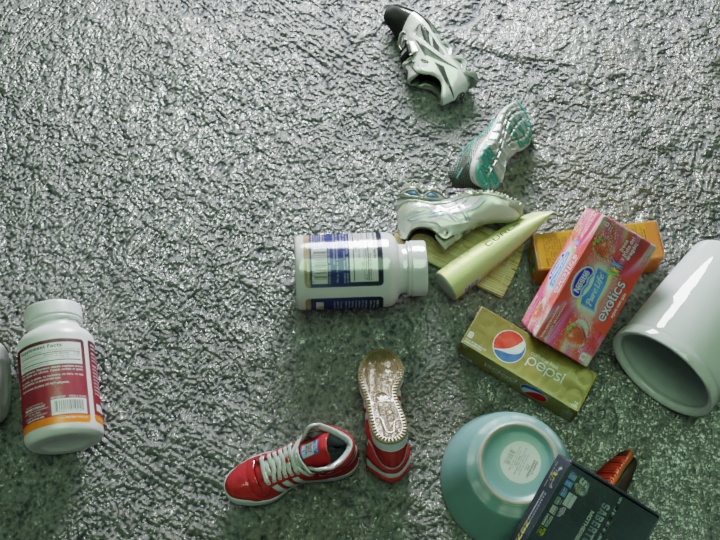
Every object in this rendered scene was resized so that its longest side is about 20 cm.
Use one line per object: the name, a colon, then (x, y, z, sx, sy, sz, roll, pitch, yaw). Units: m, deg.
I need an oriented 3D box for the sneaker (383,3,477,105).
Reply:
sneaker: (0.094, -0.352, 1.922, 0.088, 0.074, 0.200, -39, 74, -18)

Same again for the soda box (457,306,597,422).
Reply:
soda box: (0.245, 0.138, 1.735, 0.198, 0.064, 0.068, 31, 71, 10)

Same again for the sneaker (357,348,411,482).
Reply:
sneaker: (0.035, 0.214, 1.706, 0.070, 0.114, 0.202, -4, 38, -1)

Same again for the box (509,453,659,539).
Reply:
box: (0.286, 0.373, 1.578, 0.156, 0.051, 0.202, 32, 89, -13)

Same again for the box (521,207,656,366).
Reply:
box: (0.330, 0.022, 1.714, 0.094, 0.103, 0.202, 28, 97, -9)

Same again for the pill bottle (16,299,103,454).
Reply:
pill bottle: (-0.432, 0.151, 1.685, 0.111, 0.113, 0.203, -9, 68, -5)

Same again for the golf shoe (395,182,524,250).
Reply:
golf shoe: (0.151, -0.074, 1.804, 0.196, 0.078, 0.099, 3, 71, 9)

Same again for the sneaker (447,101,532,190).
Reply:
sneaker: (0.202, -0.197, 1.864, 0.200, 0.090, 0.078, -49, 117, -39)

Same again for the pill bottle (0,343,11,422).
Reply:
pill bottle: (-0.608, 0.164, 1.675, 0.196, 0.115, 0.116, -2, 68, -3)

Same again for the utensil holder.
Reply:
utensil holder: (0.492, 0.080, 1.710, 0.169, 0.170, 0.200, 39, 71, 13)

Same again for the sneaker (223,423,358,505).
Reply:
sneaker: (-0.098, 0.269, 1.638, 0.197, 0.113, 0.072, -15, 69, -8)

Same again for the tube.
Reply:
tube: (0.204, -0.034, 1.792, 0.199, 0.052, 0.058, -36, 53, -12)

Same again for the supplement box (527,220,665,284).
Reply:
supplement box: (0.359, -0.027, 1.804, 0.196, 0.067, 0.070, -8, 68, -5)

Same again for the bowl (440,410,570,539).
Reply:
bowl: (0.214, 0.283, 1.655, 0.197, 0.105, 0.204, 0, 68, -1)

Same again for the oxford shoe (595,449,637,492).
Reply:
oxford shoe: (0.345, 0.349, 1.660, 0.072, 0.071, 0.202, 34, 77, -6)

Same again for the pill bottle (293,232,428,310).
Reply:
pill bottle: (0.000, 0.000, 1.759, 0.196, 0.111, 0.113, -2, 68, -3)

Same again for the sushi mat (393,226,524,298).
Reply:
sushi mat: (0.152, -0.039, 1.831, 0.198, 0.012, 0.097, 26, 68, 8)
